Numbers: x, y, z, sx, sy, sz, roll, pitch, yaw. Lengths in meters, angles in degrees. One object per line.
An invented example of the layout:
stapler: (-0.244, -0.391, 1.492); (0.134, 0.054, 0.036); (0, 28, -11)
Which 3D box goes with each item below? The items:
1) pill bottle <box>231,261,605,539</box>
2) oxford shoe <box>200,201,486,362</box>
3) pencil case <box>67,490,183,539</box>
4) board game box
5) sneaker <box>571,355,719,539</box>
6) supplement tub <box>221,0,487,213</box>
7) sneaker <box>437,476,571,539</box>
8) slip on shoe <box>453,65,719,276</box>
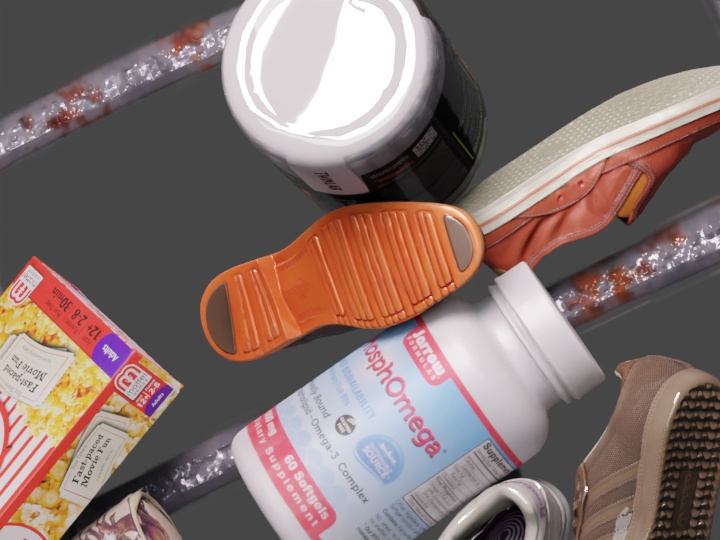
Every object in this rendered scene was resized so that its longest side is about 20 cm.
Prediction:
pill bottle: (0.035, 0.085, 1.513); (0.200, 0.109, 0.109); (-35, 72, 4)
oxford shoe: (0.000, 0.000, 1.524); (0.200, 0.073, 0.071); (-16, 88, 38)
pencil case: (-0.182, 0.220, 1.552); (0.200, 0.078, 0.089); (-36, 88, 4)
board game box: (-0.211, 0.106, 1.563); (0.200, 0.046, 0.151); (-52, 37, -2)
sneaker: (0.154, 0.146, 1.502); (0.076, 0.070, 0.200); (25, 99, 56)
supplement tub: (0.003, -0.094, 1.514); (0.122, 0.200, 0.123); (-3, 76, 14)
sneaker: (0.040, 0.195, 1.493); (0.075, 0.100, 0.200); (34, 88, 15)
slip on shoe: (0.150, -0.059, 1.548); (0.200, 0.074, 0.061); (-32, 107, -1)
